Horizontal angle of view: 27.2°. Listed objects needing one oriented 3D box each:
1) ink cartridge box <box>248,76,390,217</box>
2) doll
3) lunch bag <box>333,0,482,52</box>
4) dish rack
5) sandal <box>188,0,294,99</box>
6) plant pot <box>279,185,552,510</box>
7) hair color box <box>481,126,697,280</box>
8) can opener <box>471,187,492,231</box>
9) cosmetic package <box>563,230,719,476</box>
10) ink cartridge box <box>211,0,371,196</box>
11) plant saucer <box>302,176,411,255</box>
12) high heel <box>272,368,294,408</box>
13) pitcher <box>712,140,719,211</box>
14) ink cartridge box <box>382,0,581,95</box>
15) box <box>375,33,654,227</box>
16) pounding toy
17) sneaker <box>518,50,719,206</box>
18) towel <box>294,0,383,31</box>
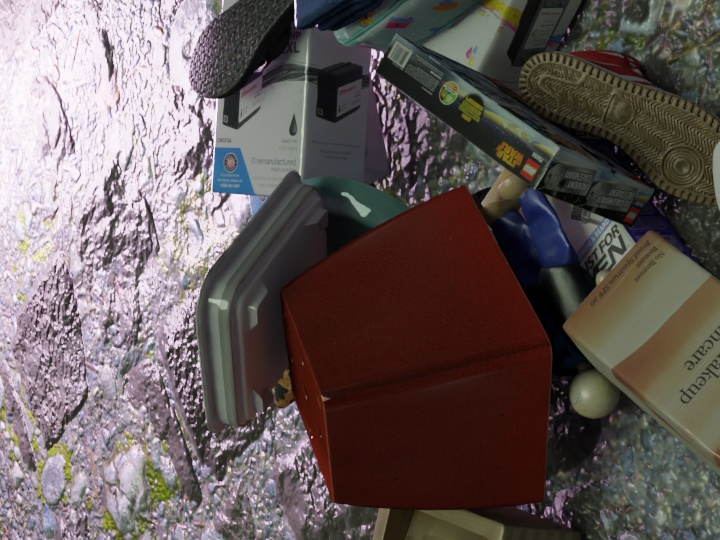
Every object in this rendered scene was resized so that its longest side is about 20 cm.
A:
[{"bbox_3d":[-0.039,-0.133,1.523,0.200,0.068,0.116,-25,72,48],"label":"ink cartridge box"},{"bbox_3d":[0.157,0.026,1.193,0.137,0.048,0.201,-52,55,51],"label":"doll"},{"bbox_3d":[0.040,-0.286,1.275,0.200,0.077,0.161,-25,69,52],"label":"lunch bag"},{"bbox_3d":[-0.074,0.029,1.272,0.043,0.200,0.172,13,130,18],"label":"dish rack"},{"bbox_3d":[-0.087,-0.222,1.365,0.200,0.048,0.076,-40,58,34],"label":"sandal"},{"bbox_3d":[0.037,0.081,1.225,0.200,0.176,0.200,86,166,-44],"label":"plant pot"},{"bbox_3d":[0.192,-0.023,1.235,0.109,0.065,0.200,-58,47,36],"label":"hair color box"},{"bbox_3d":[0.129,0.022,1.333,0.063,0.079,0.201,-16,80,12],"label":"can opener"},{"bbox_3d":[0.251,0.075,1.043,0.103,0.087,0.200,-48,52,-1],"label":"cosmetic package"},{"bbox_3d":[-0.067,-0.170,1.437,0.145,0.084,0.201,7,94,49],"label":"ink cartridge box"},{"bbox_3d":[0.000,0.000,1.372,0.200,0.027,0.201,22,142,18],"label":"plant saucer"},{"bbox_3d":[-0.026,0.088,1.513,0.143,0.071,0.201,46,120,43],"label":"high heel"},{"bbox_3d":[0.322,-0.010,1.038,0.200,0.121,0.172,60,150,16],"label":"pitcher"},{"bbox_3d":[0.111,-0.245,1.314,0.148,0.085,0.200,53,131,38],"label":"ink cartridge box"},{"bbox_3d":[0.120,-0.110,1.168,0.200,0.137,0.040,42,108,40],"label":"box"},{"bbox_3d":[0.093,0.306,1.338,0.184,0.142,0.201,13,90,51],"label":"pounding toy"},{"bbox_3d":[0.230,-0.120,1.189,0.200,0.112,0.071,31,109,13],"label":"sneaker"},{"bbox_3d":[-0.013,-0.306,1.245,0.112,0.048,0.201,-16,70,56],"label":"towel"}]
